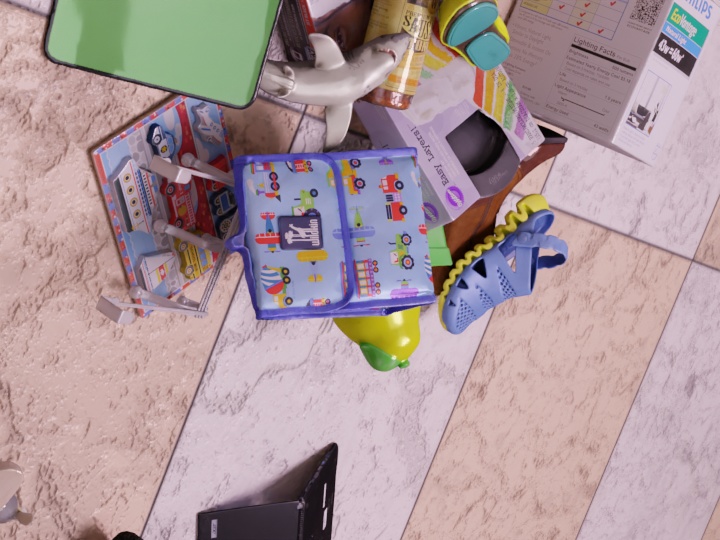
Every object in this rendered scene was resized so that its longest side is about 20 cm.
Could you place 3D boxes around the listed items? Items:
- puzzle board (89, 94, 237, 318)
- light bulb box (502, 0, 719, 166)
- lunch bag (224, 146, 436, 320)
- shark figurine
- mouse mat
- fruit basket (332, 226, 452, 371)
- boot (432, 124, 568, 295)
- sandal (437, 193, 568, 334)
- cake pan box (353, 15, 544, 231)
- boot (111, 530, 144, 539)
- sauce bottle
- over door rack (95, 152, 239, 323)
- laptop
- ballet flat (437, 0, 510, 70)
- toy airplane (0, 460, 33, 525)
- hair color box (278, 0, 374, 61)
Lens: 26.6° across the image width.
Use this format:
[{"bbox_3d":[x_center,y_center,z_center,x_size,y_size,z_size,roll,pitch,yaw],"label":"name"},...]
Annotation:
[{"bbox_3d":[-0.176,-0.069,1.468,0.150,0.017,0.202,-39,136,-31],"label":"puzzle board"},{"bbox_3d":[0.278,-0.257,1.762,0.124,0.197,0.202,16,99,-55],"label":"light bulb box"},{"bbox_3d":[-0.040,-0.032,1.435,0.198,0.094,0.153,-3,82,-33],"label":"lunch bag"},{"bbox_3d":[-0.072,-0.195,1.428,0.212,0.090,0.130,14,106,-28],"label":"shark figurine"},{"bbox_3d":[-0.163,-0.236,1.317,0.198,0.008,0.163,12,103,-23],"label":"mouse mat"},{"bbox_3d":[0.000,0.000,1.606,0.214,0.154,0.219,-11,105,-49],"label":"fruit basket"},{"bbox_3d":[0.168,-0.073,1.847,0.187,0.068,0.203,-21,127,-44],"label":"boot"},{"bbox_3d":[0.174,0.002,1.819,0.200,0.087,0.080,-47,152,-3],"label":"sandal"},{"bbox_3d":[0.088,-0.167,1.610,0.184,0.052,0.201,-38,102,-36],"label":"cake pan box"},{"bbox_3d":[-0.253,0.325,1.487,0.157,0.211,0.080,-35,97,-28],"label":"boot"},{"bbox_3d":[0.044,-0.260,1.479,0.066,0.066,0.203,-3,111,-50],"label":"sauce bottle"},{"bbox_3d":[-0.175,-0.032,1.410,0.149,0.066,0.200,-68,163,6],"label":"over door rack"},{"bbox_3d":[-0.108,0.316,1.789,0.200,0.102,0.179,-53,152,-59],"label":"laptop"},{"bbox_3d":[0.106,-0.255,1.528,0.066,0.068,0.200,-31,167,8],"label":"ballet flat"},{"bbox_3d":[-0.380,0.269,1.342,0.197,0.141,0.202,-8,112,-7],"label":"toy airplane"},{"bbox_3d":[0.002,-0.295,1.513,0.200,0.064,0.112,-43,139,-24],"label":"hair color box"}]
